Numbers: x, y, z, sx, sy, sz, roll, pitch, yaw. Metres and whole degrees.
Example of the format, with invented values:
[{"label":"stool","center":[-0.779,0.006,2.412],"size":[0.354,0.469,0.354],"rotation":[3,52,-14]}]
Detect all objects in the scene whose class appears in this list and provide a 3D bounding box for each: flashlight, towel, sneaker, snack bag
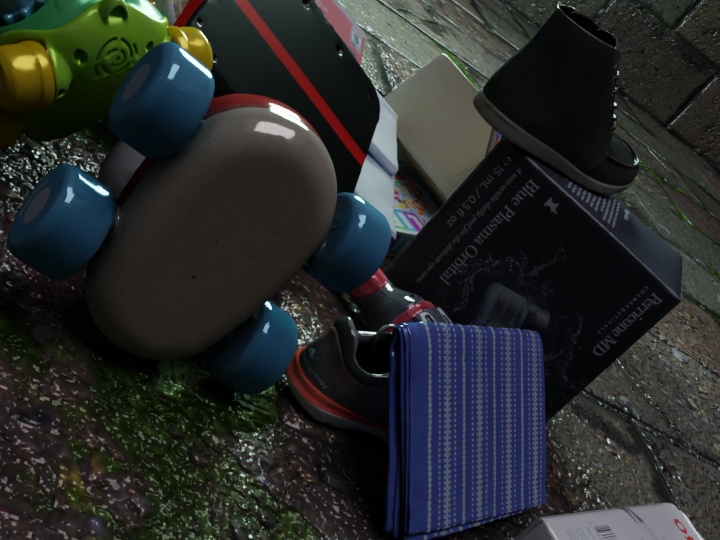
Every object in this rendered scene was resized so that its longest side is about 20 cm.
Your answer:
[{"label":"flashlight","center":[0.000,0.000,0.766],"size":[0.200,0.068,0.068],"rotation":[52,29,19]},{"label":"towel","center":[0.082,0.113,0.660],"size":[0.199,0.024,0.146],"rotation":[8,81,-51]},{"label":"sneaker","center":[0.195,-0.135,0.745],"size":[0.199,0.106,0.075],"rotation":[15,36,-41]},{"label":"sneaker","center":[0.043,0.088,0.667],"size":[0.199,0.082,0.077],"rotation":[21,32,-36]},{"label":"snack bag","center":[-0.020,-0.148,0.861],"size":[0.189,0.021,0.201],"rotation":[45,31,-32]}]

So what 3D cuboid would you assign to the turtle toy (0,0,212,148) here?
[{"label":"turtle toy","center":[-0.201,-0.143,0.595],"size":[0.145,0.199,0.102],"rotation":[-19,91,-40]}]

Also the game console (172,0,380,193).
[{"label":"game console","center":[-0.058,-0.153,0.718],"size":[0.200,0.031,0.178],"rotation":[49,40,-30]}]

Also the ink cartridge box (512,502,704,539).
[{"label":"ink cartridge box","center":[0.189,0.248,0.618],"size":[0.199,0.083,0.147],"rotation":[11,38,-46]}]

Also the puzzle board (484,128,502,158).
[{"label":"puzzle board","center":[0.164,-0.053,0.952],"size":[0.017,0.202,0.150],"rotation":[18,7,40]}]

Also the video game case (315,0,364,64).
[{"label":"video game case","center":[-0.051,-0.187,0.786],"size":[0.143,0.017,0.201],"rotation":[42,42,-38]}]

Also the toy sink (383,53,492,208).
[{"label":"toy sink","center":[0.123,-0.122,1.021],"size":[0.201,0.112,0.130],"rotation":[54,0,22]}]

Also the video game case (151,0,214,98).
[{"label":"video game case","center":[-0.117,-0.181,0.764],"size":[0.023,0.202,0.182],"rotation":[3,23,18]}]

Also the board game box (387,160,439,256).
[{"label":"board game box","center":[0.011,-0.074,0.935],"size":[0.199,0.034,0.135],"rotation":[7,42,-50]}]

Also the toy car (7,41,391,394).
[{"label":"toy car","center":[-0.113,-0.056,0.597],"size":[0.184,0.177,0.200],"rotation":[37,11,-34]}]

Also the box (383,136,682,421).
[{"label":"box","center":[0.148,0.006,0.810],"size":[0.200,0.197,0.117],"rotation":[42,26,2]}]
